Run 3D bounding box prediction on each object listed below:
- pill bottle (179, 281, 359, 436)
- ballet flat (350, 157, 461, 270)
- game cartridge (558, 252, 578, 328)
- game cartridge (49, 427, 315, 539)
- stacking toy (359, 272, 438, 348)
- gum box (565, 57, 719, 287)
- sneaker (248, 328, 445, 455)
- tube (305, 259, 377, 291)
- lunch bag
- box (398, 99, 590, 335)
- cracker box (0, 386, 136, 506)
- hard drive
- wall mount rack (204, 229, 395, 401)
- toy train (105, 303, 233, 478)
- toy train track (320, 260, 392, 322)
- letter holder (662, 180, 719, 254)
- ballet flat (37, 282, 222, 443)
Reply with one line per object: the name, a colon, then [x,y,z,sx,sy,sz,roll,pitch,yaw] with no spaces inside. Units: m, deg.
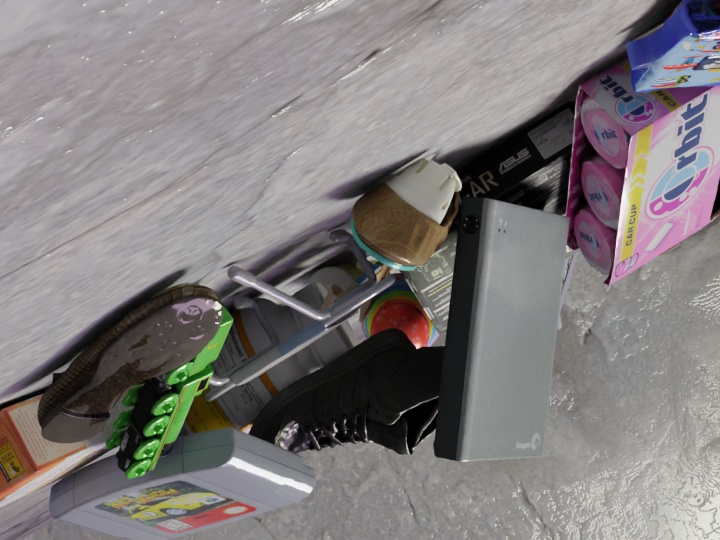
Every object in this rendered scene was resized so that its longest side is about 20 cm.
pill bottle: [-0.102,0.094,1.349,0.199,0.112,0.111,-31,175,7]
ballet flat: [0.042,-0.046,1.112,0.073,0.068,0.200,-53,172,9]
game cartridge: [0.192,-0.027,1.458,0.130,0.038,0.201,70,38,-72]
game cartridge: [-0.154,0.181,1.272,0.199,0.041,0.133,-21,145,29]
stacking toy: [0.040,0.052,1.451,0.085,0.086,0.200,-30,-176,3]
gum box: [0.231,-0.086,1.238,0.113,0.066,0.201,-31,147,-19]
sneaker: [0.008,0.118,1.279,0.199,0.104,0.060,-35,139,-8]
tube: [-0.015,0.018,1.500,0.058,0.052,0.200,-1,-178,5]
lunch bag: [0.277,-0.181,1.063,0.199,0.095,0.151,-17,175,-6]
box: [0.124,-0.041,1.314,0.199,0.044,0.160,-32,149,3]
cracker box: [-0.256,0.139,1.217,0.134,0.058,0.200,-32,176,25]
hard drive: [0.113,0.049,1.221,0.033,0.202,0.139,6,179,34]
wall mount rack: [-0.077,0.036,1.174,0.199,0.075,0.174,-34,177,30]
toy train: [-0.140,0.087,1.130,0.056,0.042,0.200,-24,155,-36]
toy train track: [0.000,0.000,1.338,0.115,0.032,0.200,-65,171,22]
letter holder: [0.330,-0.129,1.453,0.142,0.101,0.200,-36,-173,39]
ballet flat: [-0.162,0.056,1.045,0.067,0.047,0.200,14,141,-35]
